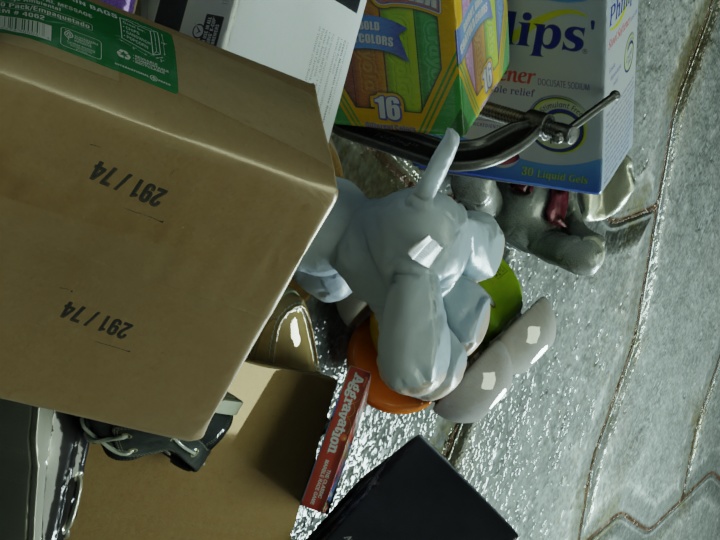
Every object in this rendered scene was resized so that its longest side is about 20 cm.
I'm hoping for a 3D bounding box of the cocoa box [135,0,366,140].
[{"bbox_3d":[-0.086,-0.167,0.796,0.133,0.130,0.203,14,92,-59],"label":"cocoa box"}]

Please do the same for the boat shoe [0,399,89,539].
[{"bbox_3d":[-0.207,0.145,0.805,0.060,0.073,0.203,3,93,-53],"label":"boat shoe"}]

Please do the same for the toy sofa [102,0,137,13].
[{"bbox_3d":[-0.160,-0.165,0.688,0.098,0.082,0.203,-149,-107,-84],"label":"toy sofa"}]

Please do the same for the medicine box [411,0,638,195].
[{"bbox_3d":[0.138,-0.186,1.092,0.103,0.180,0.202,-49,142,-49],"label":"medicine box"}]

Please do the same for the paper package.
[{"bbox_3d":[-0.136,-0.029,0.640,0.198,0.104,0.192,17,121,-26],"label":"paper package"}]

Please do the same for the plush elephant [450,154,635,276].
[{"bbox_3d":[0.189,-0.096,1.259,0.156,0.164,0.200,-58,177,-1],"label":"plush elephant"}]

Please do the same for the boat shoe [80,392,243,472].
[{"bbox_3d":[-0.138,0.088,0.781,0.068,0.071,0.200,-56,156,0],"label":"boat shoe"}]

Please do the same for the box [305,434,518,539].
[{"bbox_3d":[0.000,0.259,1.034,0.200,0.117,0.197,-44,176,-23],"label":"box"}]

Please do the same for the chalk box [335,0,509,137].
[{"bbox_3d":[0.035,-0.222,0.961,0.124,0.123,0.202,-56,146,-46],"label":"chalk box"}]

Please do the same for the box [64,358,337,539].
[{"bbox_3d":[-0.121,0.135,0.899,0.198,0.021,0.166,15,94,-35],"label":"box"}]

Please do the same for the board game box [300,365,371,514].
[{"bbox_3d":[-0.018,0.136,0.984,0.200,0.019,0.104,92,16,-79],"label":"board game box"}]

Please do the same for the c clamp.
[{"bbox_3d":[0.080,-0.121,1.017,0.170,0.198,0.027,-37,133,-40],"label":"c clamp"}]

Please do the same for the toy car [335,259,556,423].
[{"bbox_3d":[0.063,0.054,1.145,0.200,0.175,0.150,-38,169,-45],"label":"toy car"}]

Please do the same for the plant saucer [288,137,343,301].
[{"bbox_3d":[-0.066,-0.038,0.982,0.200,0.035,0.203,-33,130,-48],"label":"plant saucer"}]

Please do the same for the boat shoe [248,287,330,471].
[{"bbox_3d":[-0.051,0.103,0.992,0.071,0.076,0.202,-31,141,-31],"label":"boat shoe"}]

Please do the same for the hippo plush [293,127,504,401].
[{"bbox_3d":[0.000,0.000,0.914,0.200,0.159,0.161,45,59,-64],"label":"hippo plush"}]
